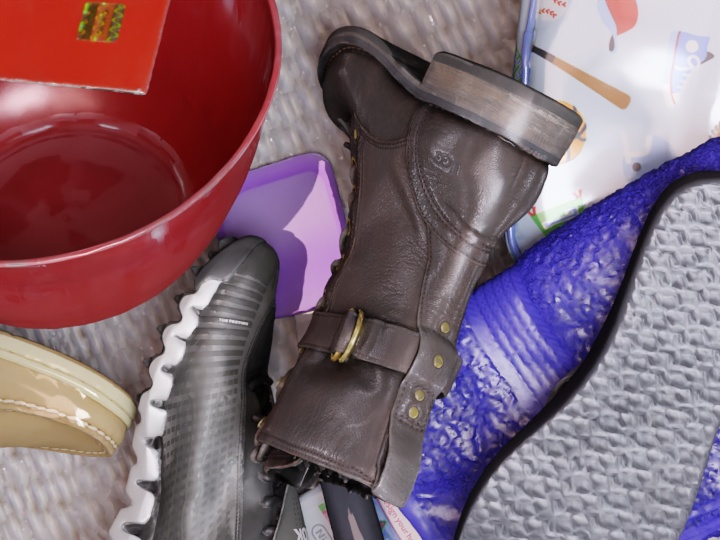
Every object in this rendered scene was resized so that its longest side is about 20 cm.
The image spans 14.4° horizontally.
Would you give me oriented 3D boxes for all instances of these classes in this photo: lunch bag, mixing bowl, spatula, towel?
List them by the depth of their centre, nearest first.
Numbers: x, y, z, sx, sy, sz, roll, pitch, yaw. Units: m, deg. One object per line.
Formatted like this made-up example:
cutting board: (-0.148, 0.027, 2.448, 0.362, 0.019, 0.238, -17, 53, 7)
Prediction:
towel: (0.103, 0.054, 1.121, 0.200, 0.050, 0.148, -33, 104, 19)
mixing bowl: (-0.125, -0.052, 1.148, 0.199, 0.109, 0.201, -3, 54, 4)
lunch bag: (0.141, -0.074, 1.157, 0.160, 0.076, 0.201, 7, 92, 3)
spatula: (-0.016, 0.052, 1.192, 0.056, 0.021, 0.201, -16, 75, 8)

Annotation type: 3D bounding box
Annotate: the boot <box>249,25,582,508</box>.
boot: (0.000, 0.000, 1.109, 0.069, 0.200, 0.175, 26, 89, -22)

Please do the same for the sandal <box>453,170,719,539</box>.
sandal: (0.103, 0.056, 1.084, 0.076, 0.043, 0.201, 31, 100, -6)

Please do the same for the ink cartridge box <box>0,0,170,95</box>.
ink cartridge box: (-0.154, -0.162, 1.139, 0.173, 0.044, 0.201, 4, 54, 9)

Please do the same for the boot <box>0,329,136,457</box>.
boot: (-0.201, 0.096, 1.169, 0.199, 0.073, 0.156, 9, 66, 9)

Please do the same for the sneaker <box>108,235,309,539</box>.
sneaker: (-0.053, 0.088, 1.172, 0.090, 0.066, 0.201, 18, 91, 11)

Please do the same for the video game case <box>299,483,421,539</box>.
video game case: (0.044, 0.169, 1.201, 0.182, 0.022, 0.200, -34, 88, 6)
